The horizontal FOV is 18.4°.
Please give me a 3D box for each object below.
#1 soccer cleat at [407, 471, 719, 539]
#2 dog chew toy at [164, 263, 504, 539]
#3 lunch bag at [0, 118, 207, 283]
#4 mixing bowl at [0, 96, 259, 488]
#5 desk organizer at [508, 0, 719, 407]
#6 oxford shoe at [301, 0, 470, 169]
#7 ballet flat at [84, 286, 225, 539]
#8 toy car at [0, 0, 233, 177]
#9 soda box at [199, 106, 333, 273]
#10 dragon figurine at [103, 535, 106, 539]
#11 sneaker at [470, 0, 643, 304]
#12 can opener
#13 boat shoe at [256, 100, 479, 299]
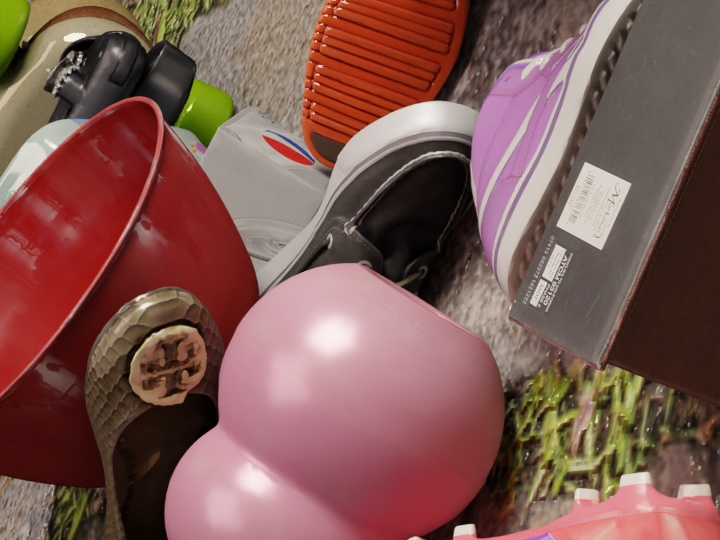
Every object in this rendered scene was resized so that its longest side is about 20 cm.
[{"bbox_3d":[0.064,0.134,0.843,0.200,0.067,0.077,-29,53,49],"label":"soccer cleat"},{"bbox_3d":[-0.026,0.099,0.945,0.200,0.124,0.125,-58,28,3],"label":"dog chew toy"},{"bbox_3d":[-0.162,0.013,1.231,0.077,0.160,0.200,43,112,26],"label":"lunch bag"},{"bbox_3d":[-0.120,0.029,1.064,0.200,0.108,0.200,-41,25,24],"label":"mixing bowl"},{"bbox_3d":[0.139,-0.053,0.815,0.072,0.077,0.200,31,99,63],"label":"desk organizer"},{"bbox_3d":[0.027,-0.144,1.123,0.073,0.071,0.200,-63,-3,-80],"label":"oxford shoe"},{"bbox_3d":[-0.089,0.094,0.988,0.046,0.067,0.200,-125,34,-44],"label":"ballet flat"},{"bbox_3d":[-0.184,-0.111,1.381,0.158,0.164,0.200,-59,19,19],"label":"toy car"},{"bbox_3d":[-0.084,0.018,1.169,0.200,0.068,0.063,-59,-4,18],"label":"soda box"},{"bbox_3d":[-0.145,0.191,1.126,0.099,0.059,0.201,-133,42,-59],"label":"dragon figurine"},{"bbox_3d":[0.101,-0.088,0.920,0.201,0.073,0.114,-57,26,24],"label":"sneaker"},{"bbox_3d":[-0.172,-0.053,1.262,0.200,0.079,0.063,-53,13,18],"label":"can opener"},{"bbox_3d":[0.000,0.000,1.049,0.200,0.070,0.066,-44,42,42],"label":"boat shoe"}]
